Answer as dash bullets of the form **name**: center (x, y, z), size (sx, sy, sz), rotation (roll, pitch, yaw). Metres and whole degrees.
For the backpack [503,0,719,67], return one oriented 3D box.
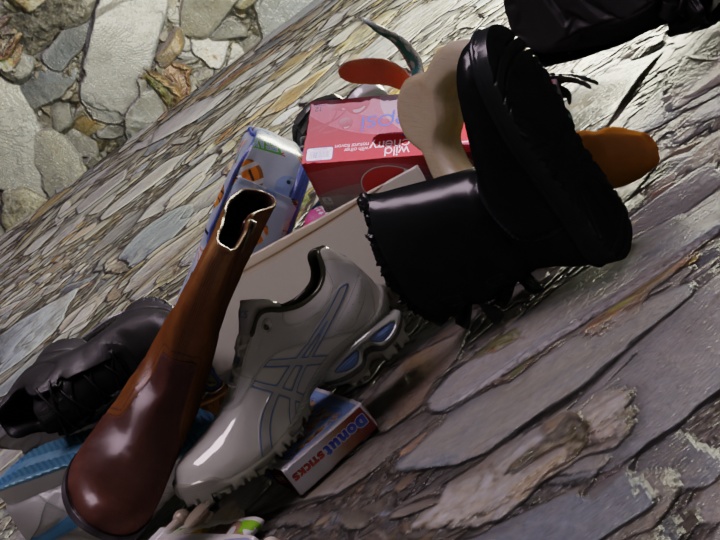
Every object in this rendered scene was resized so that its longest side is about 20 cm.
- **backpack**: center (0.225, -0.252, 1.577), size (0.166, 0.128, 0.200), rotation (-8, 10, 39)

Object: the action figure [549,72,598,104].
- **action figure**: center (0.098, -0.130, 1.616), size (0.199, 0.102, 0.119), rotation (-35, 7, 20)

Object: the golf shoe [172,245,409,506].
- **golf shoe**: center (-0.066, 0.068, 1.288), size (0.200, 0.097, 0.078), rotation (-44, 18, -17)

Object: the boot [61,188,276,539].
- **boot**: center (-0.117, 0.063, 1.252), size (0.201, 0.068, 0.188), rotation (-60, -3, 30)

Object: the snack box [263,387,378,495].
- **snack box**: center (-0.052, 0.113, 1.357), size (0.072, 0.024, 0.200), rotation (-40, 14, -13)

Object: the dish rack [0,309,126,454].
- **dish rack**: center (-0.199, 0.100, 1.578), size (0.200, 0.044, 0.171), rotation (-35, -22, 26)

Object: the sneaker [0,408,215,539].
- **sneaker**: center (-0.172, 0.157, 1.405), size (0.199, 0.081, 0.077), rotation (-17, 21, 29)

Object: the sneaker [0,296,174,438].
- **sneaker**: center (-0.195, 0.084, 1.420), size (0.199, 0.076, 0.091), rotation (-27, 11, 42)

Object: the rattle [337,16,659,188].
- **rattle**: center (0.097, -0.126, 1.379), size (0.142, 0.131, 0.200), rotation (-27, 34, -23)

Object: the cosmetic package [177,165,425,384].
- **cosmetic package**: center (-0.024, 0.010, 1.402), size (0.199, 0.073, 0.104), rotation (-29, -12, -1)

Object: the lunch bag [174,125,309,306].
- **lunch bag**: center (-0.102, -0.033, 1.690), size (0.160, 0.075, 0.201), rotation (-124, 57, -82)

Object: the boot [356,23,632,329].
- **boot**: center (0.070, -0.055, 1.258), size (0.162, 0.199, 0.074), rotation (-17, 33, 33)

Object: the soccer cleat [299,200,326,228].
- **soccer cleat**: center (-0.005, -0.044, 1.635), size (0.086, 0.070, 0.200), rotation (-41, 11, 0)

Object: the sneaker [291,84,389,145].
- **sneaker**: center (-0.021, -0.129, 1.721), size (0.070, 0.100, 0.200), rotation (-23, -24, -17)

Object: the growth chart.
- **growth chart**: center (-0.124, 0.205, 1.256), size (0.145, 0.018, 0.200), rotation (-42, 15, -21)

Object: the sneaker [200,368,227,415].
- **sneaker**: center (-0.154, 0.110, 1.513), size (0.200, 0.075, 0.088), rotation (-37, 14, -3)

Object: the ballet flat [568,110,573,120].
- **ballet flat**: center (0.085, -0.072, 1.513), size (0.200, 0.072, 0.072), rotation (-33, 14, 0)

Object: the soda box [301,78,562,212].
- **soda box**: center (0.060, -0.093, 1.458), size (0.198, 0.070, 0.064), rotation (-3, 56, 18)
